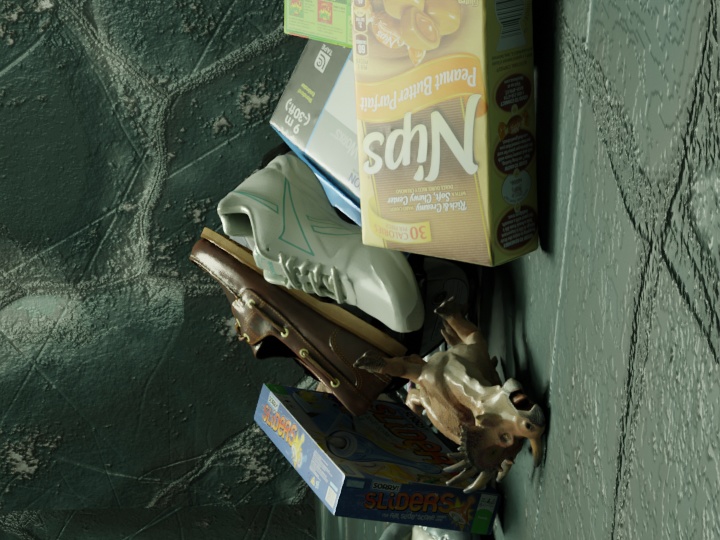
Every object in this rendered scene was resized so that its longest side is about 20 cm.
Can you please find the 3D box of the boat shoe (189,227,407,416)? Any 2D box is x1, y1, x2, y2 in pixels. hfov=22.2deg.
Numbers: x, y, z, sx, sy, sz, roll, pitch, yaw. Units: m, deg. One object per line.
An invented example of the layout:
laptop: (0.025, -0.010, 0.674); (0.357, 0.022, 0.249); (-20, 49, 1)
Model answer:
boat shoe: (-0.061, 0.038, 1.410); (0.070, 0.200, 0.070); (-57, -27, -1)

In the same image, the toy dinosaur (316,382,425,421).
toy dinosaur: (0.008, 0.149, 1.658); (0.136, 0.200, 0.086); (-56, -30, -9)

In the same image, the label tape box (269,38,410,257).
label tape box: (0.004, -0.104, 1.391); (0.143, 0.066, 0.200); (41, 110, 39)

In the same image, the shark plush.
shark plush: (0.085, 0.178, 1.521); (0.083, 0.091, 0.200); (-58, 7, 46)

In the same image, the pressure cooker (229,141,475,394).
pressure cooker: (-0.003, 0.001, 1.532); (0.176, 0.179, 0.200); (32, -158, -51)

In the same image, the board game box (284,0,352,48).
board game box: (0.029, -0.203, 1.286); (0.200, 0.048, 0.102); (19, 116, 42)

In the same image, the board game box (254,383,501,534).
board game box: (0.010, 0.147, 1.456); (0.200, 0.135, 0.035); (39, 116, 63)

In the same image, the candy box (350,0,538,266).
candy box: (0.055, -0.111, 1.210); (0.115, 0.055, 0.200); (11, 110, 41)

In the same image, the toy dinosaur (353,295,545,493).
toy dinosaur: (0.079, 0.097, 1.299); (0.136, 0.086, 0.200); (52, -176, 13)

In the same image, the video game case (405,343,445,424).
video game case: (0.061, 0.060, 1.828); (0.200, 0.024, 0.182); (113, 156, -77)

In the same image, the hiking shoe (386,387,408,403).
hiking shoe: (0.027, 0.183, 1.783); (0.087, 0.074, 0.200); (86, 166, -46)

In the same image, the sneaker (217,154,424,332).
sneaker: (-0.030, -0.007, 1.362); (0.200, 0.080, 0.071); (40, 148, 36)
